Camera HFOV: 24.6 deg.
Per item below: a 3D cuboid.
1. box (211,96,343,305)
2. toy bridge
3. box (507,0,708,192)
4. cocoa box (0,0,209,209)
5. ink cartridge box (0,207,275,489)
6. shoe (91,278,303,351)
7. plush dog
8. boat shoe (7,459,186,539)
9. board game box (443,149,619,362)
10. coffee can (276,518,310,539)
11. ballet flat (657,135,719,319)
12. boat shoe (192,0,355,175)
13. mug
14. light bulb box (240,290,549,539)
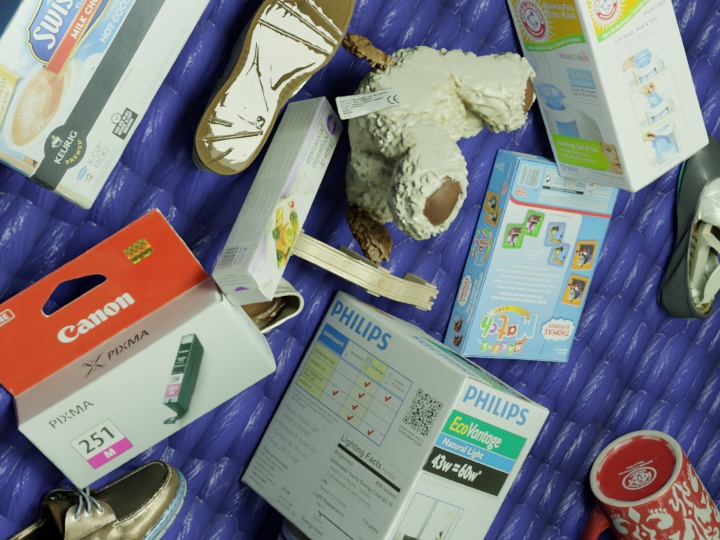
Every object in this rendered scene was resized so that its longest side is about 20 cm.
[{"bbox_3d":[-0.066,-0.059,1.350,0.039,0.041,0.201,56,40,-37],"label":"box"},{"bbox_3d":[0.000,0.000,1.476,0.199,0.067,0.027,23,95,-42],"label":"toy bridge"},{"bbox_3d":[0.226,-0.190,1.519,0.101,0.112,0.201,-31,116,-23],"label":"box"},{"bbox_3d":[-0.221,-0.172,1.179,0.131,0.133,0.201,31,89,-41],"label":"cocoa box"},{"bbox_3d":[-0.194,0.066,1.321,0.199,0.044,0.174,-31,131,6],"label":"ink cartridge box"},{"bbox_3d":[-0.138,0.042,1.395,0.199,0.053,0.070,-18,120,-31],"label":"shoe"},{"bbox_3d":[0.035,-0.107,1.404,0.200,0.160,0.172,-53,171,-33],"label":"plush dog"},{"bbox_3d":[-0.236,0.220,1.386,0.200,0.072,0.073,-39,127,-18],"label":"boat shoe"},{"bbox_3d":[0.171,-0.011,1.626,0.150,0.037,0.202,6,105,-40],"label":"board game box"},{"bbox_3d":[-0.041,0.349,1.547,0.146,0.146,0.201,15,100,-41],"label":"coffee can"},{"bbox_3d":[0.368,-0.040,1.747,0.073,0.073,0.202,-5,112,-36],"label":"ballet flat"},{"bbox_3d":[-0.078,-0.168,1.352,0.073,0.063,0.201,38,81,-16],"label":"boat shoe"},{"bbox_3d":[0.325,0.297,1.826,0.177,0.133,0.201,-43,127,-17],"label":"mug"},{"bbox_3d":[0.028,0.158,1.481,0.124,0.198,0.201,24,95,-44],"label":"light bulb box"}]
